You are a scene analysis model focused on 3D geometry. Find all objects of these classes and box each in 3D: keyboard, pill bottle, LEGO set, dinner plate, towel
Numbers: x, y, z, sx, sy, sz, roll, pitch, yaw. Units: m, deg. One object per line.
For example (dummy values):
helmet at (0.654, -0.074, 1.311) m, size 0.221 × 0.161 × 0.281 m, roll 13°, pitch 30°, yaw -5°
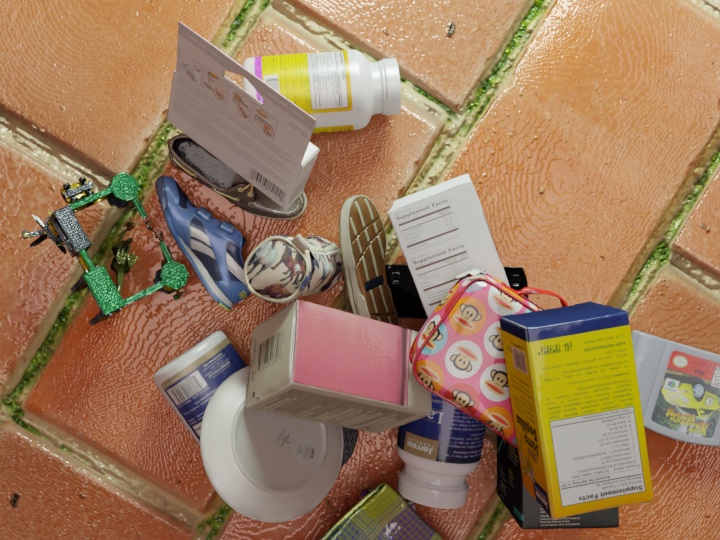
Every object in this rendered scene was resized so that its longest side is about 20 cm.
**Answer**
keyboard at (0.132, 0.015, 1.088) m, size 0.200 × 0.040 × 0.104 m, roll 2°, pitch 101°, yaw 5°
pill bottle at (-0.174, 0.190, 1.037) m, size 0.111 × 0.111 × 0.200 m, roll -34°, pitch 94°, yaw -1°
LEGO set at (-0.332, -0.021, 1.040) m, size 0.154 × 0.116 × 0.200 m, roll -40°, pitch 99°, yaw -30°
pill bottle at (0.111, 0.206, 1.051) m, size 0.115 × 0.116 × 0.200 m, roll 8°, pitch 92°, yaw -3°
pill bottle at (-0.050, -0.234, 1.029) m, size 0.200 × 0.104 × 0.104 m, roll -5°, pitch 93°, yaw -3°
dinner plate at (-0.104, 0.214, 0.991) m, size 0.200 × 0.024 × 0.201 m, roll 11°, pitch 69°, yaw -30°
towel at (0.046, 0.393, 1.043) m, size 0.144 × 0.023 × 0.200 m, roll -42°, pitch 104°, yaw -7°

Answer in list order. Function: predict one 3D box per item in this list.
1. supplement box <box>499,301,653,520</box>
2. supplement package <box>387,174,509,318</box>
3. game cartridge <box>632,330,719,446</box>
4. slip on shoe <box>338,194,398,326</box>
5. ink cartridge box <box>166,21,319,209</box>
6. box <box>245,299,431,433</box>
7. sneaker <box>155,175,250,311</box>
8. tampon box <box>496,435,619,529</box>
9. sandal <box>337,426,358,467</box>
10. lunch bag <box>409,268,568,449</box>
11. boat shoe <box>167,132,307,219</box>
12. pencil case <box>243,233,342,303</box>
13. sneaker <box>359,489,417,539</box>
supplement box at (0.226, 0.143, 0.835) m, size 0.109 × 0.110 × 0.200 m, roll -9°, pitch 93°, yaw -4°
supplement package at (0.123, -0.009, 1.005) m, size 0.109 × 0.114 × 0.200 m, roll -20°, pitch 100°, yaw 10°
game cartridge at (0.463, 0.175, 1.110) m, size 0.200 × 0.041 × 0.133 m, roll 16°, pitch 95°, yaw -4°
slip on shoe at (0.000, 0.000, 1.062) m, size 0.076 × 0.061 × 0.200 m, roll -20°, pitch 100°, yaw -42°
ink cartridge box at (-0.139, -0.191, 0.950) m, size 0.200 × 0.176 × 0.045 m, roll 37°, pitch 55°, yaw 5°
box at (-0.026, 0.125, 0.982) m, size 0.200 × 0.128 × 0.109 m, roll 17°, pitch 61°, yaw -29°
sneaker at (-0.202, -0.046, 1.048) m, size 0.082 × 0.074 × 0.200 m, roll -32°, pitch 101°, yaw -3°
tampon box at (0.258, 0.221, 1.042) m, size 0.126 × 0.150 × 0.200 m, roll -1°, pitch 92°, yaw -2°
sandal at (-0.044, 0.179, 1.083) m, size 0.075 × 0.045 × 0.200 m, roll 0°, pitch 78°, yaw -9°
lunch bag at (0.174, 0.096, 0.920) m, size 0.200 × 0.082 × 0.176 m, roll 35°, pitch 95°, yaw -3°
boat shoe at (-0.165, -0.125, 1.049) m, size 0.200 × 0.060 × 0.072 m, roll 28°, pitch 91°, yaw -4°
pencil case at (-0.077, -0.006, 0.997) m, size 0.089 × 0.200 × 0.078 m, roll -31°, pitch 86°, yaw 11°
sneaker at (-0.016, 0.359, 1.071) m, size 0.200 × 0.073 × 0.115 m, roll -12°, pitch 101°, yaw -14°
